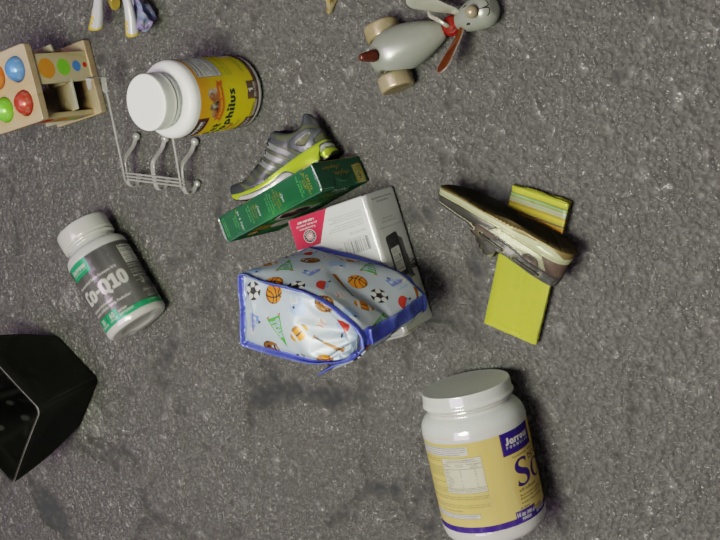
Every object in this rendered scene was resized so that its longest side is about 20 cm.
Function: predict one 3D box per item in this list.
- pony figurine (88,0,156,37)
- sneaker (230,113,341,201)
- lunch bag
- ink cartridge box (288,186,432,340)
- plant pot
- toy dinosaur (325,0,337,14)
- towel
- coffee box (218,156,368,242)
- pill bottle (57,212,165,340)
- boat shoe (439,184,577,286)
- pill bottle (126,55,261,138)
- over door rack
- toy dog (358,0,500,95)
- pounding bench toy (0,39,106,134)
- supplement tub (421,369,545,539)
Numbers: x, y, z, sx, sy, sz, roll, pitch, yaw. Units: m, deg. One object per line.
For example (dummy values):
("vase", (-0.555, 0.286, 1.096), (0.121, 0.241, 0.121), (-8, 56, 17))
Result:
("pony figurine", (-0.376, -0.470, 1.459), (0.192, 0.166, 0.202), (19, 128, 37))
("sneaker", (-0.119, -0.162, 1.409), (0.199, 0.074, 0.082), (-26, 82, 29))
("lunch bag", (-0.034, 0.053, 1.237), (0.198, 0.170, 0.126), (10, 112, 31))
("ink cartridge box", (0.000, 0.000, 1.356), (0.144, 0.083, 0.202), (-15, 95, 36))
("plant pot", (-0.620, 0.236, 1.784), (0.200, 0.177, 0.201), (40, 121, 18))
("toy dinosaur", (-0.039, -0.446, 1.249), (0.058, 0.101, 0.202), (-14, 95, 36))
("towel", (0.219, -0.008, 1.249), (0.085, 0.018, 0.202), (24, 116, 33))
("coffee box", (-0.098, -0.103, 1.373), (0.199, 0.122, 0.044), (-25, 86, 37))
("pill bottle", (-0.433, 0.009, 1.633), (0.113, 0.113, 0.201), (-39, 81, 35))
("boat shoe", (0.178, -0.045, 1.214), (0.200, 0.072, 0.067), (30, 115, 24))
("pill bottle", (-0.242, -0.253, 1.379), (0.108, 0.199, 0.111), (10, 109, 31))
("over door rack", (-0.340, -0.225, 1.525), (0.146, 0.067, 0.202), (9, 128, 32))
("toy dog", (0.072, -0.303, 1.216), (0.200, 0.096, 0.132), (-44, 78, 34))
("pounding bench toy", (-0.569, -0.304, 1.614), (0.198, 0.155, 0.126), (-8, 99, 35))
("supplement tub", (0.162, 0.249, 1.276), (0.144, 0.145, 0.203), (-8, 99, 35))
